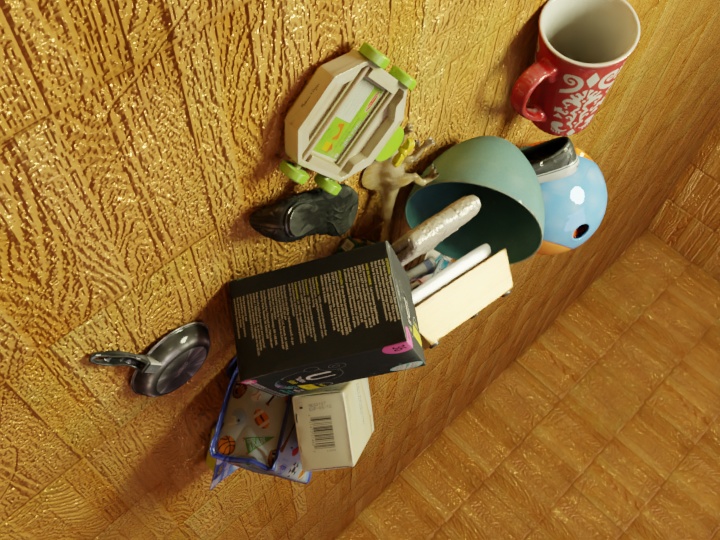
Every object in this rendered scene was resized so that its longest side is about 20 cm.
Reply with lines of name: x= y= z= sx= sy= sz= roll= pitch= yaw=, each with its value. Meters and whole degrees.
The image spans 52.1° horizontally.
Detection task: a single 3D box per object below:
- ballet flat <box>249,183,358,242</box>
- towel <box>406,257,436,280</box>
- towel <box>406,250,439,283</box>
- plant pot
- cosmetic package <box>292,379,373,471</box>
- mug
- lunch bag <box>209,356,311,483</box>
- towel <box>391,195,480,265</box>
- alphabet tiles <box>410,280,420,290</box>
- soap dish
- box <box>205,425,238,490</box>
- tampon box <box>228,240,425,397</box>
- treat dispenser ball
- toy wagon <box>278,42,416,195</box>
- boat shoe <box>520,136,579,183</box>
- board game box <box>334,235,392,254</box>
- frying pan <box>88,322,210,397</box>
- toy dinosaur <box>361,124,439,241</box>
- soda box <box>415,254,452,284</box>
ballet flat: x=-0.056 y=-0.072 z=0.874 sx=0.200 sy=0.057 sz=0.067 roll=-16 pitch=115 yaw=-63
towel: x=0.024 y=0.044 z=1.125 sx=0.200 sy=0.024 sz=0.147 roll=-32 pitch=178 yaw=-6
towel: x=0.148 y=-0.060 z=1.299 sx=0.133 sy=0.034 sz=0.200 roll=-33 pitch=155 yaw=-33
plant pot: x=0.179 y=-0.117 z=1.080 sx=0.200 sy=0.200 sz=0.135 roll=90 pitch=18 yaw=-61
cosmetic package: x=-0.034 y=0.205 z=1.042 sx=0.073 sy=0.104 sz=0.200 roll=-8 pitch=-179 yaw=9
mug: x=0.291 y=-0.291 z=1.082 sx=0.177 sy=0.134 sz=0.200 roll=-11 pitch=160 yaw=-1
lunch bag: x=-0.125 y=0.193 z=1.073 sx=0.170 sy=0.124 sz=0.200 roll=61 pitch=40 yaw=-67
towel: x=0.070 y=-0.031 z=1.017 sx=0.133 sy=0.034 sz=0.200 roll=-34 pitch=178 yaw=-31
alphabet tiles: x=0.008 y=0.076 z=1.104 sx=0.196 sy=0.015 sz=0.200 roll=-32 pitch=173 yaw=1
soap dish: x=0.117 y=0.054 z=1.073 sx=0.200 sy=0.081 sz=0.157 roll=-31 pitch=172 yaw=-27
box: x=-0.175 y=0.261 z=1.209 sx=0.200 sy=0.048 sz=0.122 roll=-32 pitch=154 yaw=-38
tampon box: x=-0.036 y=0.066 z=0.900 sx=0.200 sy=0.126 sz=0.150 roll=-14 pitch=161 yaw=10
treat dispenser ball: x=0.329 y=-0.127 z=1.300 sx=0.201 sy=0.201 sz=0.201 roll=-40 pitch=158 yaw=-20
toy wagon: x=-0.003 y=-0.155 z=0.801 sx=0.155 sy=0.040 sz=0.200 roll=-53 pitch=155 yaw=14
boat shoe: x=0.249 y=-0.166 z=1.191 sx=0.200 sy=0.069 sz=0.057 roll=-16 pitch=128 yaw=13
board game box: x=0.000 y=0.000 z=1.128 sx=0.105 sy=0.023 sz=0.200 roll=-51 pitch=160 yaw=14
frying pan: x=-0.226 y=0.096 z=0.850 sx=0.115 sy=0.031 sz=0.190 roll=-44 pitch=162 yaw=-13
toy dinosaur: x=0.046 y=-0.128 z=0.972 sx=0.101 sy=0.058 sz=0.200 roll=-26 pitch=146 yaw=-14
soda box: x=0.148 y=0.031 z=1.334 sx=0.068 sy=0.064 sz=0.200 roll=-43 pitch=167 yaw=-2
